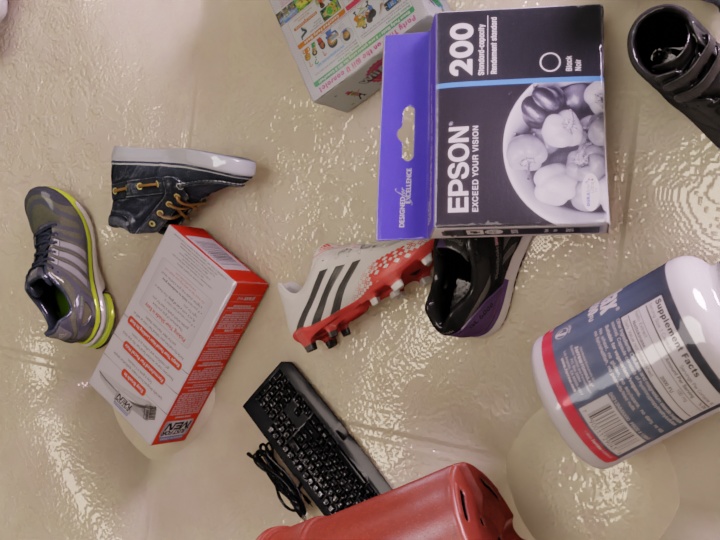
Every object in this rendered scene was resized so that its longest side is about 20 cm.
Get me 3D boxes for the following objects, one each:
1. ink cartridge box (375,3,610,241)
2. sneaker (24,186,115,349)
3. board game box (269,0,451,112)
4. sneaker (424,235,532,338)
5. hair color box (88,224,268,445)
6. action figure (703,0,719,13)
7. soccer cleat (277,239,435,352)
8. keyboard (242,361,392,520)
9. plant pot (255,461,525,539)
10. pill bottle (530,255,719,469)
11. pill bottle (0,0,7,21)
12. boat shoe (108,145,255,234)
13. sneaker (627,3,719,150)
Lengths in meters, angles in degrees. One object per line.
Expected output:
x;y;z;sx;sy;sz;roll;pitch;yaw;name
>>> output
0.109;-0.125;0.947;0.197;0.043;0.201;-2;73;12;ink cartridge box
-0.340;-0.008;1.256;0.074;0.081;0.202;-33;71;25;sneaker
-0.013;-0.279;1.079;0.147;0.064;0.202;-32;70;28;board game box
0.107;-0.039;0.975;0.075;0.087;0.203;13;94;31;sneaker
-0.192;0.067;1.171;0.111;0.064;0.201;38;105;26;hair color box
0.252;-0.316;0.895;0.200;0.104;0.194;44;100;24;action figure
0.000;0.000;1.054;0.199;0.068;0.086;-36;74;30;soccer cleat
-0.051;0.192;1.090;0.200;0.039;0.104;48;111;25;keyboard
0.039;0.272;0.952;0.194;0.200;0.203;-31;72;18;plant pot
0.243;0.059;0.867;0.199;0.119;0.121;-33;71;25;pill bottle
-0.484;-0.361;1.348;0.111;0.112;0.203;-7;83;31;pill bottle
-0.189;-0.080;1.178;0.198;0.070;0.092;7;92;39;boat shoe
0.282;-0.134;0.866;0.200;0.099;0.071;44;107;25;sneaker
